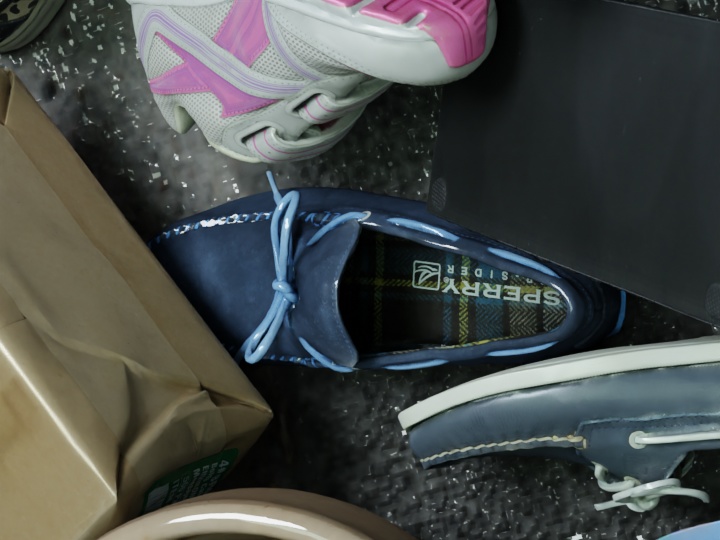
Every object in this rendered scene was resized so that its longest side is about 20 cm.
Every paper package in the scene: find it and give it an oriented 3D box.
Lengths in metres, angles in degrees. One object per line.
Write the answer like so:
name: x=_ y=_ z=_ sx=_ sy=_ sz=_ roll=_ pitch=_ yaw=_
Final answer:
paper package: x=-0.166 y=0.055 z=0.937 sx=0.191 sy=0.103 sz=0.200 roll=51 pitch=125 yaw=9

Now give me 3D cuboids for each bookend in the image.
bookend: x=0.159 y=-0.039 z=0.838 sx=0.199 sy=0.199 sz=0.093 roll=4 pitch=100 yaw=-26

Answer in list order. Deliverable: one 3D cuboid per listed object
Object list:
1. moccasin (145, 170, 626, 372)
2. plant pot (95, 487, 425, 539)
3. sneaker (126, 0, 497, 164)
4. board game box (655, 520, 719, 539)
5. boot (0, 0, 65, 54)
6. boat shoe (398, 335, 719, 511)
moccasin: x=0.000 y=0.000 z=0.920 sx=0.199 sy=0.068 sz=0.081 roll=-4 pitch=94 yaw=19
plant pot: x=-0.012 y=0.168 z=0.885 sx=0.199 sy=0.174 sz=0.202 roll=2 pitch=96 yaw=19
sneaker: x=-0.017 y=-0.083 z=0.893 sx=0.200 sy=0.081 sz=0.089 roll=17 pitch=123 yaw=54
board game box: x=0.166 y=0.181 z=0.898 sx=0.157 sy=0.039 sz=0.201 roll=2 pitch=106 yaw=20
boot: x=-0.134 y=-0.172 z=0.903 sx=0.073 sy=0.154 sz=0.204 roll=32 pitch=105 yaw=13
boat shoe: x=0.114 y=0.056 z=0.886 sx=0.199 sy=0.075 sz=0.062 roll=-11 pitch=89 yaw=7
